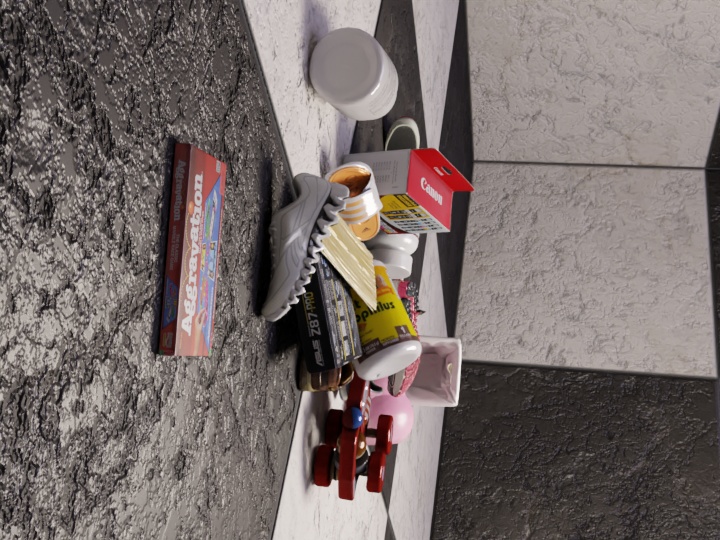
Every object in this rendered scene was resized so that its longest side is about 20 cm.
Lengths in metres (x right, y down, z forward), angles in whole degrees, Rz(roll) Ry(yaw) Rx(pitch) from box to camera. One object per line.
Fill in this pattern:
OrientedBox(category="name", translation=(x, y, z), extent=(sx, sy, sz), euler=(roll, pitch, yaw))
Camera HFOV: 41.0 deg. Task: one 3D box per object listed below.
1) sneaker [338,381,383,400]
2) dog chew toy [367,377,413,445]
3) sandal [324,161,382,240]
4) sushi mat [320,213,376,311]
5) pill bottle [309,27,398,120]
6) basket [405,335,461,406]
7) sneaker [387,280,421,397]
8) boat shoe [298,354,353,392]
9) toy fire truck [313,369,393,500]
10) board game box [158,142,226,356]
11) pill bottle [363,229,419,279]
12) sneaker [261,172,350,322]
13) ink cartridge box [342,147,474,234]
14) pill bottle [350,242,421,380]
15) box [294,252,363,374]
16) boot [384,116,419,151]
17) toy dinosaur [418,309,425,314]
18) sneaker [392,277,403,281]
OrientedBox(category="sneaker", translation=(-0.001, 0.129, 1.670), extent=(0.070, 0.081, 0.202), euler=(-60, 148, -68))
OrientedBox(category="dog chew toy", translation=(0.036, 0.225, 1.814), extent=(0.125, 0.123, 0.202), euler=(42, 43, -76))
OrientedBox(category="sandal", translation=(0.003, -0.098, 1.568), extent=(0.207, 0.079, 0.060), euler=(65, 1, -56))
OrientedBox(category="sushi mat", translation=(-0.020, -0.025, 1.377), extent=(0.200, 0.012, 0.096), euler=(50, 30, -53))
OrientedBox(category="pill bottle", translation=(-0.002, -0.291, 1.472), extent=(0.200, 0.113, 0.116), euler=(4, 89, -79))
OrientedBox(category="basket", translation=(0.101, 0.196, 1.927), extent=(0.123, 0.198, 0.137), euler=(30, 64, -83))
OrientedBox(category="sneaker", translation=(0.057, 0.112, 1.606), extent=(0.081, 0.074, 0.202), euler=(-35, 126, -64))
OrientedBox(category="boat shoe", translation=(-0.042, 0.158, 1.507), extent=(0.200, 0.067, 0.073), euler=(8, 85, -79))
OrientedBox(category="toy fire truck", translation=(-0.011, 0.257, 1.557), extent=(0.201, 0.111, 0.169), euler=(-74, 166, -51))
OrientedBox(category="board game box", translation=(-0.165, -0.016, 0.956), extent=(0.103, 0.019, 0.202), euler=(21, 73, -77))
OrientedBox(category="pill bottle", translation=(0.061, -0.093, 1.862), extent=(0.110, 0.108, 0.202), euler=(61, 33, -69))
OrientedBox(category="sneaker", translation=(-0.088, -0.031, 1.235), extent=(0.202, 0.081, 0.075), euler=(-66, -169, -12))
OrientedBox(category="ink cartridge box", translation=(0.085, -0.135, 1.683), extent=(0.200, 0.174, 0.085), euler=(31, 61, -58))
OrientedBox(category="pill bottle", translation=(0.010, 0.060, 1.498), extent=(0.109, 0.108, 0.201), euler=(62, 3, -69))
OrientedBox(category="box", translation=(-0.051, 0.034, 1.358), extent=(0.161, 0.049, 0.202), euler=(-12, 90, -75))
OrientedBox(category="boot", translation=(0.096, -0.291, 2.101), extent=(0.201, 0.072, 0.145), euler=(91, 7, -54))
OrientedBox(category="toy dinosaur", translation=(0.035, 0.111, 1.743), extent=(0.102, 0.199, 0.137), euler=(19, 96, -48))
OrientedBox(category="sneaker", translation=(0.053, 0.008, 1.925), extent=(0.075, 0.080, 0.201), euler=(81, 16, -53))
